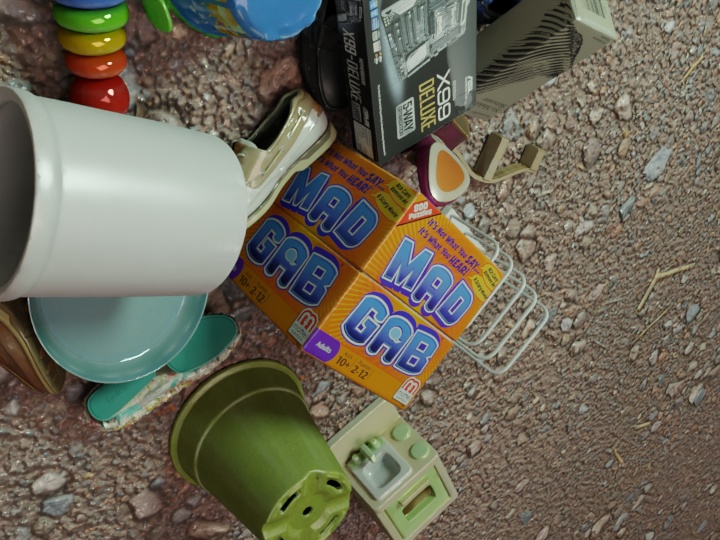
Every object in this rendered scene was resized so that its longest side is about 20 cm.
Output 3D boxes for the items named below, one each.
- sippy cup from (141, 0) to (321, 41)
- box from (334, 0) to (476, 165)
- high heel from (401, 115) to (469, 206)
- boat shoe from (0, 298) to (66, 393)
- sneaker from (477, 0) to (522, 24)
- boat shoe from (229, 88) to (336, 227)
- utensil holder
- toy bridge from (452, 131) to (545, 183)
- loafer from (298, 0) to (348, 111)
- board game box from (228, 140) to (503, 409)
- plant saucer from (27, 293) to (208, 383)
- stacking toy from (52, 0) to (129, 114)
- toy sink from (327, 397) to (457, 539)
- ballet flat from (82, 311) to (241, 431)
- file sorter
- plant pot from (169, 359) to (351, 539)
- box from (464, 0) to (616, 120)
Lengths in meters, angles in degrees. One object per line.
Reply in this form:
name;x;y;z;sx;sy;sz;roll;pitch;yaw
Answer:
sippy cup;-0.103;-0.272;0.721;0.139;0.130;0.178;30;96;-44
box;0.054;-0.235;0.838;0.157;0.050;0.201;-33;139;-25
high heel;0.073;-0.117;0.918;0.096;0.201;0.067;-32;117;31
boat shoe;-0.350;0.051;0.772;0.067;0.072;0.201;-8;136;4
sneaker;0.123;-0.337;0.898;0.199;0.078;0.076;10;108;-42
boat shoe;-0.116;-0.114;0.853;0.200;0.075;0.069;-48;130;-15
utensil holder;-0.225;-0.059;0.696;0.199;0.170;0.171;2;115;-46
toy bridge;0.180;-0.156;1.089;0.199;0.027;0.068;7;113;-41
loafer;-0.024;-0.262;0.831;0.068;0.070;0.202;-17;125;-31
board game box;0.000;0.000;0.917;0.200;0.200;0.200;-53;135;1
plant saucer;-0.249;0.015;0.818;0.199;0.027;0.202;-11;107;-42
stacking toy;-0.237;-0.223;0.690;0.085;0.085;0.201;-16;132;-30
toy sink;0.052;0.313;1.210;0.130;0.112;0.201;-38;133;-14
ballet flat;-0.228;0.116;0.912;0.199;0.076;0.064;-31;162;-15
file sorter;0.159;0.035;1.120;0.139;0.124;0.200;-50;134;-4
plant pot;-0.111;0.247;0.986;0.199;0.190;0.201;-20;127;-28
box;0.190;-0.257;0.924;0.082;0.069;0.200;6;156;-38
